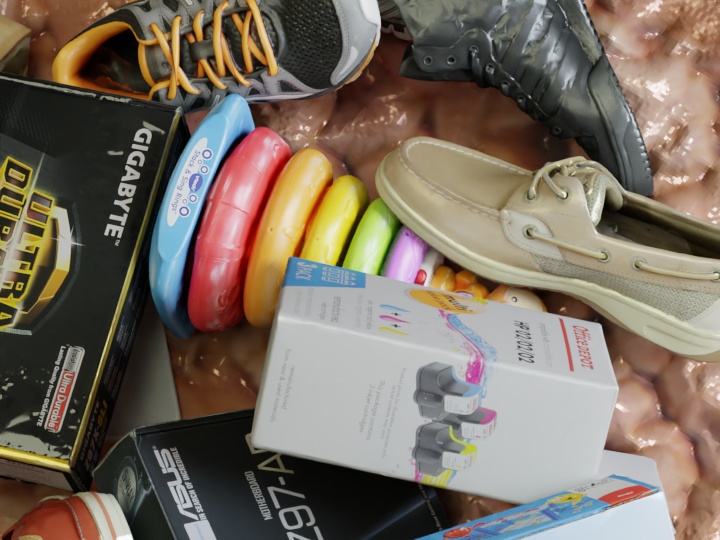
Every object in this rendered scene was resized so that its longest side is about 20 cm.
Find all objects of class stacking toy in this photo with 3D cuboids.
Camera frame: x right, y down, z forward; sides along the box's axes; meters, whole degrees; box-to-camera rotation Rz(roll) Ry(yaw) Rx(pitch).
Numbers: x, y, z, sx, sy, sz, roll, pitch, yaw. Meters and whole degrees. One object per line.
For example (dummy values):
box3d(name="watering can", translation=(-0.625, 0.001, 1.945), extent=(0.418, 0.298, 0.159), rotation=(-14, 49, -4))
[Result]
box3d(name="stacking toy", translation=(0.000, 0.000, 1.306), extent=(0.199, 0.110, 0.116), rotation=(19, 76, 8))

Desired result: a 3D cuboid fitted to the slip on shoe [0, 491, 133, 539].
box3d(name="slip on shoe", translation=(-0.153, 0.147, 1.251), extent=(0.061, 0.200, 0.074), rotation=(-17, 83, -18))

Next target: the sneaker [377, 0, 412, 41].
box3d(name="sneaker", translation=(-0.002, -0.167, 1.354), extent=(0.199, 0.082, 0.078), rotation=(3, 74, 16))

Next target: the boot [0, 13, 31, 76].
box3d(name="boot", translation=(-0.257, -0.168, 1.442), extent=(0.200, 0.066, 0.176), rotation=(33, 98, 23))

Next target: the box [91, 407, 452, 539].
box3d(name="box", translation=(-0.018, 0.159, 1.228), extent=(0.044, 0.160, 0.201), rotation=(-47, 59, 43))

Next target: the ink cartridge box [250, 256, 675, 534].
box3d(name="ink cartridge box", translation=(0.054, 0.057, 1.217), extent=(0.199, 0.115, 0.068), rotation=(13, 104, -2))

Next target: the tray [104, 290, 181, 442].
box3d(name="tray", translation=(-0.162, -0.001, 1.365), extent=(0.107, 0.022, 0.201), rotation=(-4, 70, -22))

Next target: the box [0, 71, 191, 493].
box3d(name="box", translation=(-0.187, -0.001, 1.300), extent=(0.159, 0.049, 0.201), rotation=(11, 68, 11))

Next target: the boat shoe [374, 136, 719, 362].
box3d(name="boat shoe", translation=(0.104, -0.025, 1.268), extent=(0.199, 0.072, 0.065), rotation=(26, 126, 11))

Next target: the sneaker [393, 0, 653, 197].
box3d(name="sneaker", translation=(0.066, -0.113, 1.302), extent=(0.104, 0.060, 0.200), rotation=(-23, 93, 4))

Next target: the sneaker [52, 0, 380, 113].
box3d(name="sneaker", translation=(-0.074, -0.113, 1.325), extent=(0.200, 0.077, 0.079), rotation=(-12, 99, 40))

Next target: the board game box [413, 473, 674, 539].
box3d(name="board game box", translation=(0.056, 0.212, 1.124), extent=(0.195, 0.056, 0.201), rotation=(-16, 97, -17))
